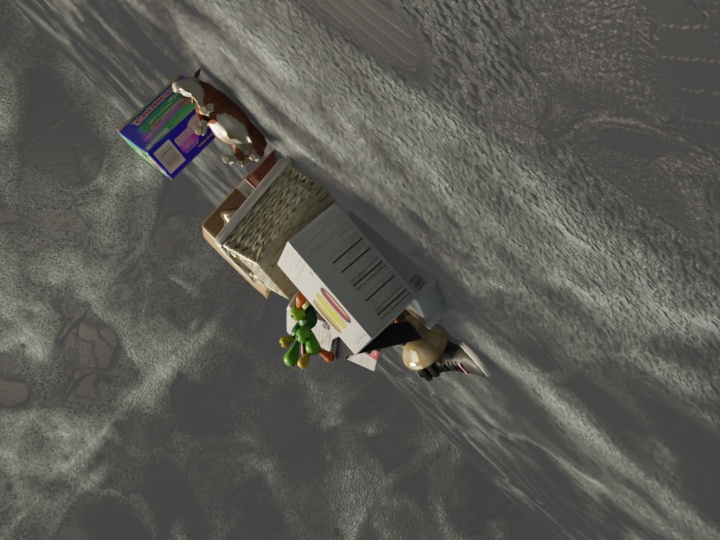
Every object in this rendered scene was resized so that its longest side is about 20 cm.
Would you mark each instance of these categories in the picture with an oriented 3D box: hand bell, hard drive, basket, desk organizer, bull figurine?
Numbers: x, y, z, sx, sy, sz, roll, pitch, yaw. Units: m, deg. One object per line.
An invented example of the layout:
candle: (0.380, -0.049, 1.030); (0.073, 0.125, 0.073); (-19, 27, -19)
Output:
hand bell: (0.068, 0.087, 1.682); (0.200, 0.104, 0.104); (46, 172, -34)
hard drive: (0.020, 0.124, 1.594); (0.200, 0.133, 0.043); (150, 107, -72)
basket: (-0.131, -0.070, 1.588); (0.123, 0.201, 0.136); (28, 165, 40)
desk organizer: (-0.180, -0.169, 1.728); (0.072, 0.077, 0.200); (44, 172, -10)
bull figurine: (-0.239, -0.258, 1.552); (0.199, 0.065, 0.122); (39, -153, -20)

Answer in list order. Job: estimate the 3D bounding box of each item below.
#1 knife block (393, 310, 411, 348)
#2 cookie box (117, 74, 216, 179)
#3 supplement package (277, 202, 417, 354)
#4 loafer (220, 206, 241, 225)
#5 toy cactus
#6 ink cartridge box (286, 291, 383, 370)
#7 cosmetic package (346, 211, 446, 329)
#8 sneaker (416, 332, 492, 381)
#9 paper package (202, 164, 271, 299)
knife block: (0.101, 0.127, 1.900); (0.200, 0.064, 0.176); (41, 171, 19)
cookie box: (-0.348, -0.274, 1.699); (0.075, 0.171, 0.199); (51, 169, -34)
supplement package: (-0.023, 0.015, 1.455); (0.200, 0.109, 0.114); (48, 157, 5)
loafer: (-0.173, -0.080, 1.742); (0.197, 0.069, 0.076); (9, 179, -11)
toy cactus: (-0.081, 0.074, 1.609); (0.101, 0.203, 0.166); (12, -151, -3)
ink cartridge box: (-0.041, 0.104, 1.796); (0.197, 0.085, 0.145); (23, 155, 6)
cosmetic package: (0.053, 0.002, 1.549); (0.199, 0.052, 0.151); (41, 174, 24)
sneaker: (0.166, 0.182, 1.730); (0.071, 0.099, 0.199); (50, 169, -34)
paper package: (-0.204, -0.082, 1.893); (0.200, 0.191, 0.103); (43, 168, -1)
